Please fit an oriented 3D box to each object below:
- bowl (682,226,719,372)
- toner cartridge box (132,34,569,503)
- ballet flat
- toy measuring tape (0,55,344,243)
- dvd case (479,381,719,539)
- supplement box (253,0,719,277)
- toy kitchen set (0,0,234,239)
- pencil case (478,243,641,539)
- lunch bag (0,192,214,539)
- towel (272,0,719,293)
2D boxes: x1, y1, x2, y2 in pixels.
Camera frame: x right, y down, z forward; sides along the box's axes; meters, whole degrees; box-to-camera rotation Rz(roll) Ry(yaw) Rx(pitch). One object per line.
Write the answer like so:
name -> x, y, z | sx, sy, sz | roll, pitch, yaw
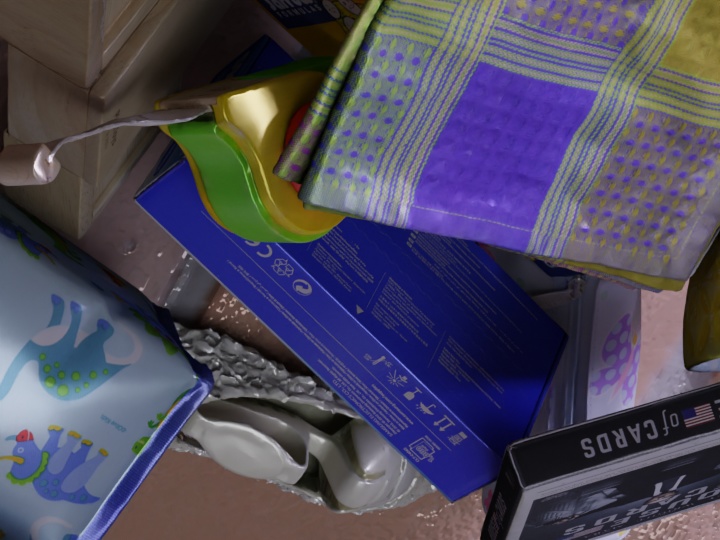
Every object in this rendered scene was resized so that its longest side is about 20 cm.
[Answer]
bowl -> 0.229, -0.024, 0.970 | 0.198, 0.200, 0.109 | -4, 83, -19
toner cartridge box -> 0.000, 0.000, 1.003 | 0.200, 0.095, 0.043 | 45, 131, -14
ballet flat -> -0.030, 0.087, 1.108 | 0.199, 0.072, 0.072 | 21, 111, -31
toy measuring tape -> -0.056, -0.036, 0.885 | 0.199, 0.073, 0.074 | -22, 134, -47
dvd case -> 0.130, 0.087, 1.008 | 0.149, 0.025, 0.200 | -16, 164, -5
supplement box -> 0.070, -0.099, 0.954 | 0.200, 0.109, 0.110 | 42, 73, -21
toy kitchen set -> -0.134, -0.159, 0.920 | 0.164, 0.180, 0.200 | -55, 172, -27
pencil case -> 0.099, 0.043, 1.115 | 0.082, 0.091, 0.201 | -12, 125, -14
lunch bag -> -0.189, 0.067, 0.951 | 0.170, 0.127, 0.200 | 36, 95, -23
towel -> 0.079, -0.064, 0.842 | 0.199, 0.023, 0.144 | 14, 117, -37
